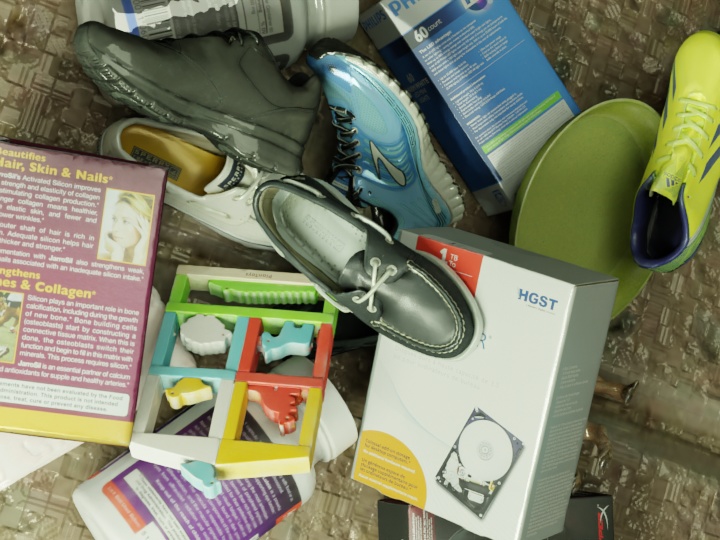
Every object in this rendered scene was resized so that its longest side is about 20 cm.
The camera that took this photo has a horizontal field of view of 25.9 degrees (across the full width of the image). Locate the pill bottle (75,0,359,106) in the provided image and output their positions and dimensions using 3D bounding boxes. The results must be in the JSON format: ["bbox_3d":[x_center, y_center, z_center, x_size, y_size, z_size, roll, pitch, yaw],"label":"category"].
[{"bbox_3d":[-0.109,-0.201,1.201,0.199,0.114,0.114,-16,90,-20],"label":"pill bottle"}]

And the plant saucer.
[{"bbox_3d":[0.187,-0.046,1.292,0.199,0.031,0.201,-18,118,-37],"label":"plant saucer"}]

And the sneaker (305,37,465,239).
[{"bbox_3d":[0.008,-0.091,1.225,0.090,0.078,0.200,-37,124,-8],"label":"sneaker"}]

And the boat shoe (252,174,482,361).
[{"bbox_3d":[0.000,0.000,1.144,0.200,0.060,0.076,34,105,24],"label":"boat shoe"}]

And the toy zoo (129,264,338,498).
[{"bbox_3d":[-0.090,0.080,1.142,0.130,0.021,0.201,4,49,6],"label":"toy zoo"}]

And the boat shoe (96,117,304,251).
[{"bbox_3d":[-0.104,-0.070,1.213,0.199,0.070,0.071,24,78,-15],"label":"boat shoe"}]

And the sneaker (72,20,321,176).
[{"bbox_3d":[-0.114,-0.141,1.125,0.199,0.076,0.091,24,90,-36],"label":"sneaker"}]

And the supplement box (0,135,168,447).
[{"bbox_3d":[-0.218,0.018,1.113,0.130,0.103,0.201,9,83,-13],"label":"supplement box"}]

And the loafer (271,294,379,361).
[{"bbox_3d":[0.022,0.026,1.247,0.200,0.070,0.068,-18,91,-19],"label":"loafer"}]

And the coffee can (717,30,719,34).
[{"bbox_3d":[0.389,-0.127,1.347,0.200,0.146,0.146,47,73,-10],"label":"coffee can"}]

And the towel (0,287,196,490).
[{"bbox_3d":[-0.248,0.037,1.175,0.190,0.032,0.201,-30,95,-20],"label":"towel"}]

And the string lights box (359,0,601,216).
[{"bbox_3d":[0.099,-0.158,1.297,0.103,0.059,0.200,-36,97,-19],"label":"string lights box"}]

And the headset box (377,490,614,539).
[{"bbox_3d":[0.100,0.255,1.251,0.199,0.077,0.150,1,85,-20],"label":"headset box"}]

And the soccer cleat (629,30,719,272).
[{"bbox_3d":[0.263,-0.092,1.268,0.084,0.064,0.201,-21,125,-55],"label":"soccer cleat"}]

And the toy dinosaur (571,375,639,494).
[{"bbox_3d":[0.139,0.110,1.281,0.200,0.135,0.086,-29,136,-40],"label":"toy dinosaur"}]

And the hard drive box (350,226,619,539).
[{"bbox_3d":[0.090,0.083,1.173,0.077,0.155,0.201,-4,108,-55],"label":"hard drive box"}]

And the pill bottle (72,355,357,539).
[{"bbox_3d":[-0.104,0.152,1.172,0.200,0.111,0.112,-35,97,-18],"label":"pill bottle"}]
